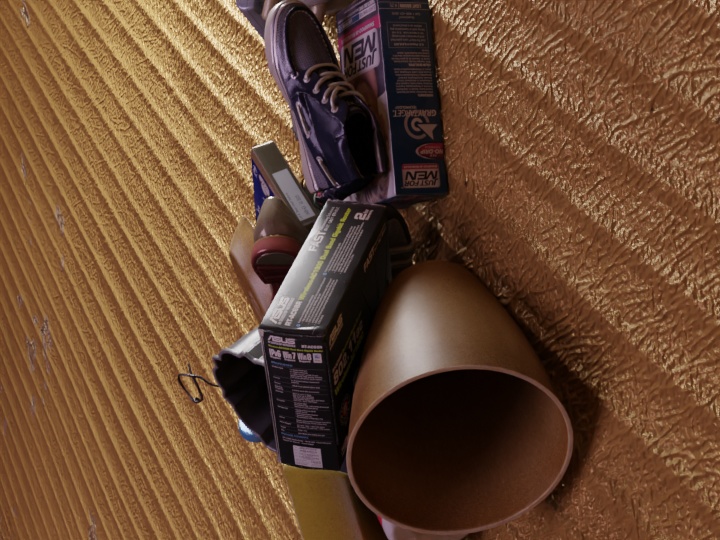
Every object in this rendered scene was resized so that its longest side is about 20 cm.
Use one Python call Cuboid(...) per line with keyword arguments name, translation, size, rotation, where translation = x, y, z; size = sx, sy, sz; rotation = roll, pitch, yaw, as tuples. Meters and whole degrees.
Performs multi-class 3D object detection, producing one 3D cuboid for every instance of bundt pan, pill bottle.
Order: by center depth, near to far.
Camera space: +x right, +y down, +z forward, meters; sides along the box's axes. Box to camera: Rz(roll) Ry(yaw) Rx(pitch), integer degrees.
Cuboid(name="pill bottle", translation=(0.039, 0.157, 1.317), size=(0.201, 0.109, 0.112), rotation=(-119, 36, -42))
Cuboid(name="bundt pan", translation=(-0.061, 0.135, 1.485), size=(0.201, 0.076, 0.203), rotation=(34, 153, 20))

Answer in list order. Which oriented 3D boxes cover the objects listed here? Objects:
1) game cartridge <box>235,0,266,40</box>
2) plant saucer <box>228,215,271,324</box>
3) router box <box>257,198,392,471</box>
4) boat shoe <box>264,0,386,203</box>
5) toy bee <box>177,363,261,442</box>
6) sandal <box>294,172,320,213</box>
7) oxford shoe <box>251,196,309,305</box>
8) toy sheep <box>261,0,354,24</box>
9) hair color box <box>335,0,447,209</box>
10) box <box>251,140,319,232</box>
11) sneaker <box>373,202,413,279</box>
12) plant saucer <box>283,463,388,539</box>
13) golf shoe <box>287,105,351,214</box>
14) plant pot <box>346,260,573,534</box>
Cuboid(name="game cartridge", translation=(-0.095, -0.347, 1.528), size=(0.040, 0.133, 0.203), rotation=(-5, 71, 21))
Cuboid(name="plant saucer", translation=(-0.104, 0.035, 1.587), size=(0.202, 0.035, 0.201), rotation=(61, 171, 17))
Cuboid(name="router box", translation=(-0.024, 0.054, 1.235), size=(0.201, 0.061, 0.151), rotation=(-65, -25, -50))
Cuboid(name="boat shoe", translation=(-0.028, -0.169, 1.328), size=(0.092, 0.074, 0.202), rotation=(-12, 97, 59))
Cuboid(name="toy bee", translation=(-0.110, 0.142, 1.655), size=(0.200, 0.108, 0.131), rotation=(42, 148, 16))
Cuboid(name="sandal", translation=(-0.066, -0.073, 1.575), size=(0.201, 0.053, 0.081), rotation=(116, 143, -46))
Cuboid(name="oxford shoe", translation=(-0.063, -0.004, 1.413), size=(0.201, 0.069, 0.076), rotation=(75, -168, -62))
Cuboid(name="toy sheep", translation=(-0.046, -0.324, 1.425), size=(0.200, 0.136, 0.139), rotation=(-78, -1, -65))
Cuboid(name="hair color box", translation=(0.029, -0.166, 1.364), size=(0.100, 0.060, 0.203), rotation=(165, 100, -64))
Cuboid(name="box", translation=(-0.079, -0.030, 1.525), size=(0.122, 0.032, 0.201), rotation=(58, 162, 33))
Cuboid(name="sneaker", translation=(0.000, 0.000, 1.408), size=(0.116, 0.074, 0.202), rotation=(-119, 26, -51))
Cuboid(name="plant saucer", translation=(0.022, 0.279, 1.326), size=(0.048, 0.199, 0.202), rotation=(-32, 59, 21))
Cuboid(name="golf shoe", translation=(-0.016, -0.129, 1.459), size=(0.088, 0.077, 0.203), rotation=(-17, 86, 56))
Cuboid(name="plant pot", translation=(0.074, 0.087, 1.192), size=(0.201, 0.184, 0.188), rotation=(-96, 19, -52))
